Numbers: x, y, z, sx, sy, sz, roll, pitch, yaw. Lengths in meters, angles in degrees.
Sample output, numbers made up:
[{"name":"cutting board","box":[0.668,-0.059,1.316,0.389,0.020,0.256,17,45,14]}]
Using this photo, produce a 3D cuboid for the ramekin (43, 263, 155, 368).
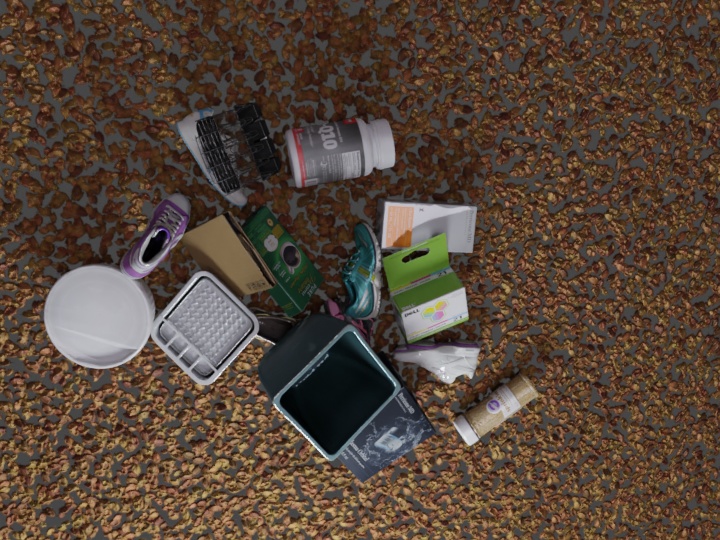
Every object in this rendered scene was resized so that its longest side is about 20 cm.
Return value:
[{"name":"ramekin","box":[-0.494,0.080,1.215,0.201,0.094,0.204,-1,101,-3]}]

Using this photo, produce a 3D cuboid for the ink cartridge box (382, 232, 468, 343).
[{"name":"ink cartridge box","box":[0.136,0.040,1.295,0.147,0.076,0.201,-22,135,-5]}]

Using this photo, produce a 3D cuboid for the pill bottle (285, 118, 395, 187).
[{"name":"pill bottle","box":[-0.040,-0.235,1.228,0.199,0.114,0.115,-12,104,-8]}]

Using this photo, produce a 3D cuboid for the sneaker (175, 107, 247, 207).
[{"name":"sneaker","box":[-0.270,-0.215,1.212,0.081,0.077,0.201,-32,108,-4]}]

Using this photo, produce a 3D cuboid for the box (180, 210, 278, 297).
[{"name":"box","box":[-0.258,-0.023,1.203,0.021,0.200,0.164,-43,108,-35]}]

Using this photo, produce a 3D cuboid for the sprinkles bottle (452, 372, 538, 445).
[{"name":"sprinkles bottle","box":[0.309,0.315,1.435,0.200,0.068,0.068,-35,106,-2]}]

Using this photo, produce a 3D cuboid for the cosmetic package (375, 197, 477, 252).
[{"name":"cosmetic package","box":[0.135,-0.094,1.312,0.199,0.071,0.102,1,102,-11]}]

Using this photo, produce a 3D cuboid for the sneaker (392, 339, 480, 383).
[{"name":"sneaker","box":[0.168,0.203,1.380,0.199,0.075,0.100,2,101,-11]}]

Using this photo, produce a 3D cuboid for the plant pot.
[{"name":"plant pot","box":[-0.083,0.198,1.214,0.196,0.200,0.197,-44,122,-12]}]

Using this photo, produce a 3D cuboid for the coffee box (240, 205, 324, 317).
[{"name":"coffee box","box":[-0.166,-0.018,1.250,0.044,0.123,0.200,-27,111,34]}]

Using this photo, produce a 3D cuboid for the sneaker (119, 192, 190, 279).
[{"name":"sneaker","box":[-0.360,-0.075,1.167,0.073,0.114,0.201,36,56,-23]}]

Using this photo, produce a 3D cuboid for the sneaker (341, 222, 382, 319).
[{"name":"sneaker","box":[0.000,0.000,1.285,0.079,0.077,0.201,1,83,-17]}]

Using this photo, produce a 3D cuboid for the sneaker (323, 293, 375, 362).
[{"name":"sneaker","box":[-0.001,0.136,1.343,0.095,0.079,0.201,-28,107,-16]}]

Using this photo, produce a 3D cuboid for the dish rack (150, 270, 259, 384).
[{"name":"dish rack","box":[-0.307,0.112,1.259,0.172,0.044,0.200,44,108,0]}]

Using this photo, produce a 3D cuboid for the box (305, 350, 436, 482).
[{"name":"box","box":[0.024,0.311,1.323,0.199,0.118,0.197,-34,130,-1]}]

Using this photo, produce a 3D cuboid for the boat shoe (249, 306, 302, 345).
[{"name":"boat shoe","box":[-0.153,0.131,1.315,0.199,0.060,0.072,20,97,-14]}]

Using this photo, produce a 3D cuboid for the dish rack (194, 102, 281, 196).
[{"name":"dish rack","box":[-0.231,-0.224,1.158,0.054,0.200,0.154,-12,107,33]}]
